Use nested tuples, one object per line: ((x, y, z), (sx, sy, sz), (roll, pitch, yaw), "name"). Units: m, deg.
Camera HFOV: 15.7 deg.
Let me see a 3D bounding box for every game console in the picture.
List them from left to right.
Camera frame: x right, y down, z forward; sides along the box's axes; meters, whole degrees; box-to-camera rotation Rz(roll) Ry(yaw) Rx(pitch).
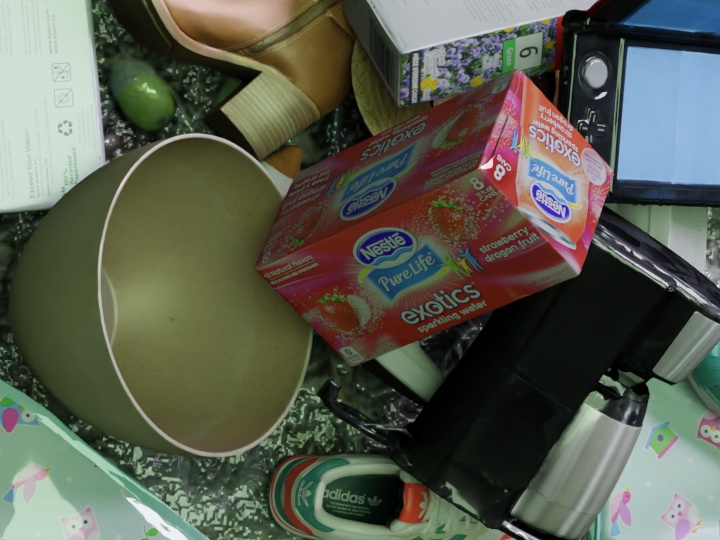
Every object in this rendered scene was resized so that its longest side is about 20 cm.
((0.234, -0.122, 1.636), (0.200, 0.119, 0.173), (2, 94, -36), "game console")

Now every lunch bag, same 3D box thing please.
((-0.218, 0.178, 1.639), (0.200, 0.122, 0.171), (40, 79, -17), "lunch bag")
((0.220, 0.118, 1.789), (0.160, 0.077, 0.201), (2, 88, -16), "lunch bag")

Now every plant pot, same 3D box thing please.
((-0.143, 0.021, 1.642), (0.200, 0.134, 0.201), (11, 76, -51), "plant pot")

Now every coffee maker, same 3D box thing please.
((0.113, 0.056, 1.653), (0.192, 0.135, 0.200), (25, 103, -28), "coffee maker")

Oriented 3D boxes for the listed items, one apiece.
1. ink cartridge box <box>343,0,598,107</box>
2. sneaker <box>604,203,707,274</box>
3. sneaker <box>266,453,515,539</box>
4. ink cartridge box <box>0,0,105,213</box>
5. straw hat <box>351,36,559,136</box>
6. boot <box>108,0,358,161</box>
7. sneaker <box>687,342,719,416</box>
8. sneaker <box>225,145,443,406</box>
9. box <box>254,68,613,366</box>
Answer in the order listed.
((0.099, -0.175, 1.684), (0.199, 0.109, 0.050), (-14, 135, -15), "ink cartridge box")
((0.178, -0.079, 1.755), (0.074, 0.115, 0.201), (-4, 103, -49), "sneaker")
((0.042, 0.161, 1.727), (0.199, 0.093, 0.071), (9, 86, -16), "sneaker")
((-0.269, -0.132, 1.673), (0.199, 0.043, 0.197), (-5, 91, -14), "ink cartridge box")
((0.086, -0.113, 1.745), (0.200, 0.085, 0.202), (3, 63, -6), "straw hat")
((-0.074, -0.190, 1.717), (0.155, 0.074, 0.200), (-45, 111, -17), "boot")
((0.303, 0.087, 1.742), (0.200, 0.080, 0.072), (35, 69, -26), "sneaker")
((0.000, 0.000, 1.730), (0.085, 0.073, 0.200), (-44, 99, -10), "sneaker")
((0.044, -0.030, 1.606), (0.100, 0.200, 0.096), (45, 45, -24), "box")
